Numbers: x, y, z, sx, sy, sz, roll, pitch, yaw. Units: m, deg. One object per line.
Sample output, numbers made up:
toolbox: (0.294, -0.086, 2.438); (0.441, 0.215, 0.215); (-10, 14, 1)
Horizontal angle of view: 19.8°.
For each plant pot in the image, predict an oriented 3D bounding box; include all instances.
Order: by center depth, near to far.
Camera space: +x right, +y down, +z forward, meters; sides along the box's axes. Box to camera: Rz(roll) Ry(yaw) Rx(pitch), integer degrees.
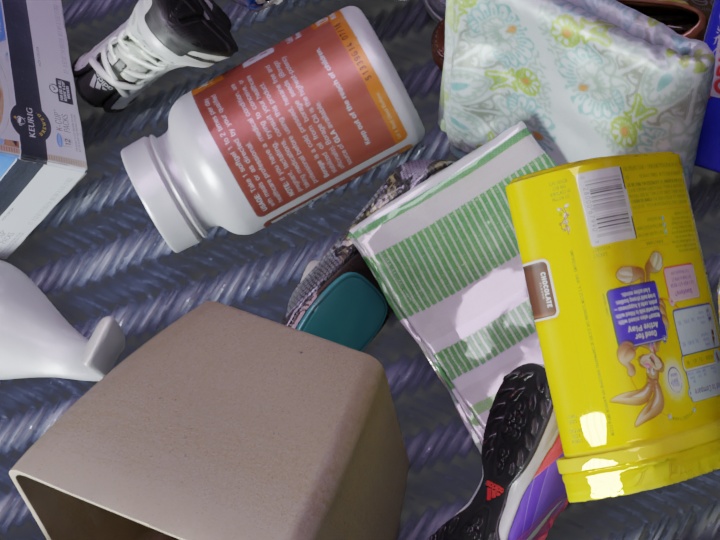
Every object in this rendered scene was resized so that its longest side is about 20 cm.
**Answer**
plant pot: (-0.073, 0.141, 1.331); (0.199, 0.200, 0.177); (18, 59, 23)

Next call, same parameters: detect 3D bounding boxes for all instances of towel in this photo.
towel: (0.103, 0.018, 1.387); (0.152, 0.023, 0.200); (-33, 81, -2)
towel: (0.139, -0.113, 1.396); (0.200, 0.171, 0.048); (30, 51, 26)

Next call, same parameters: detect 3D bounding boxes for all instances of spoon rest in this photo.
spoon rest: (-0.248, 0.045, 1.502); (0.200, 0.061, 0.099); (13, 67, 36)

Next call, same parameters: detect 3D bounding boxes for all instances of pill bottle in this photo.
pill bottle: (-0.064, -0.096, 1.478); (0.200, 0.112, 0.112); (-28, 61, 1)

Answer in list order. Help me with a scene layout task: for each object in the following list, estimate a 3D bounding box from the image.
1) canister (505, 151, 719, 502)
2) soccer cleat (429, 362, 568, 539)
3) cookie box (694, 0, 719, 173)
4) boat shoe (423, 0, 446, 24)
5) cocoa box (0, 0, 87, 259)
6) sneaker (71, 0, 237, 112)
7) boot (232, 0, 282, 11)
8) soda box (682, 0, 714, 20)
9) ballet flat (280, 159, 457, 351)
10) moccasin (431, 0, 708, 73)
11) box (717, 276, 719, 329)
canister: (0.167, 0.032, 1.291); (0.086, 0.148, 0.200); (-14, 86, 35)
soccer cleat: (0.098, 0.160, 1.332); (0.068, 0.073, 0.200); (25, 95, 50)
cookie box: (0.328, -0.130, 1.359); (0.200, 0.075, 0.172); (20, 108, 23)
boat shoe: (0.130, -0.254, 1.526); (0.202, 0.065, 0.074); (-32, 60, 0)
cocoa box: (-0.300, -0.132, 1.525); (0.133, 0.131, 0.200); (-40, 51, 41)
sneaker: (-0.154, -0.152, 1.501); (0.115, 0.201, 0.076); (-42, 98, 7)
boot: (-0.035, -0.213, 1.471); (0.096, 0.074, 0.200); (-34, 28, -24)
soda box: (0.271, -0.213, 1.466); (0.200, 0.064, 0.068); (17, 71, 22)
ballet flat: (0.000, 0.000, 1.448); (0.072, 0.072, 0.200); (36, 78, 27)
moccasin: (0.148, -0.165, 1.470); (0.201, 0.078, 0.074); (7, 67, 19)
box: (0.288, 0.029, 1.231); (0.122, 0.193, 0.200); (2, 39, 17)
